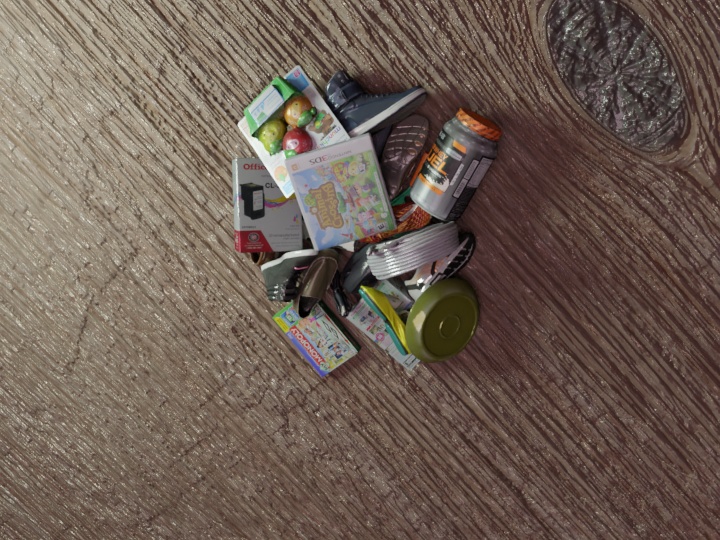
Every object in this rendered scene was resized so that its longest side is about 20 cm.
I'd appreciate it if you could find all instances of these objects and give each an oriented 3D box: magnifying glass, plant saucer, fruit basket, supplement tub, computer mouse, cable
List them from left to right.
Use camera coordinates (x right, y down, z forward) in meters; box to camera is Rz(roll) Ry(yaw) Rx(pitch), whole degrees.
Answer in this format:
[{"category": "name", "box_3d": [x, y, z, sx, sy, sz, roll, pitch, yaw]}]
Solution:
[{"category": "fruit basket", "box_3d": [-0.142, -0.284, 1.227, 0.185, 0.093, 0.201, -38, 72, 18]}, {"category": "computer mouse", "box_3d": [0.000, 0.000, 1.364, 0.199, 0.140, 0.053, -39, 133, 20]}, {"category": "magnifying glass", "box_3d": [0.108, -0.162, 1.311, 0.079, 0.022, 0.202, 27, 116, 3]}, {"category": "cable", "box_3d": [0.109, -0.044, 1.232, 0.197, 0.200, 0.070, -19, 93, 1]}, {"category": "plant saucer", "box_3d": [0.190, 0.117, 1.324, 0.031, 0.197, 0.203, 33, 129, 54]}, {"category": "supplement tub", "box_3d": [0.192, -0.211, 1.205, 0.121, 0.123, 0.202, 30, 115, 4]}]

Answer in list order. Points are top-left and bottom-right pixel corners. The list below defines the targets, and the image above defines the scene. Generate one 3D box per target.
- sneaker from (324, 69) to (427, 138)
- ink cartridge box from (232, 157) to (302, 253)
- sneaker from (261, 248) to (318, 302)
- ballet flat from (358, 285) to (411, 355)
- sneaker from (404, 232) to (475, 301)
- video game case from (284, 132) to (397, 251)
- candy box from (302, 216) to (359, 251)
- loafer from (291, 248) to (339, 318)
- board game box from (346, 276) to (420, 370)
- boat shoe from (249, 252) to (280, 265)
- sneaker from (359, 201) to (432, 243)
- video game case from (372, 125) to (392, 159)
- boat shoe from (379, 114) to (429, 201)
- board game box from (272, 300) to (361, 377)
[{"category": "sneaker", "box_3d": [0.022, -0.356, 1.215, 0.200, 0.077, 0.148, -27, 83, 10]}, {"category": "ink cartridge box", "box_3d": [-0.205, -0.146, 1.327, 0.143, 0.083, 0.203, -3, 98, -16]}, {"category": "sneaker", "box_3d": [-0.150, 0.015, 1.350, 0.199, 0.070, 0.101, -21, 77, 47]}, {"category": "ballet flat", "box_3d": [0.071, 0.098, 1.338, 0.067, 0.067, 0.201, -38, 109, -11]}, {"category": "sneaker", "box_3d": [0.171, -0.011, 1.327, 0.200, 0.073, 0.080, -50, 57, 16]}, {"category": "video game case", "box_3d": [-0.038, -0.154, 1.218, 0.179, 0.022, 0.202, -15, 113, 8]}, {"category": "candy box", "box_3d": [-0.055, -0.157, 1.344, 0.134, 0.061, 0.203, 15, 115, 9]}, {"category": "loafer", "box_3d": [-0.101, 0.035, 1.391, 0.074, 0.070, 0.201, 12, 127, -21]}, {"category": "board game box", "box_3d": [0.088, 0.115, 1.412, 0.199, 0.064, 0.148, 40, 117, -3]}, {"category": "boat shoe", "box_3d": [-0.236, -0.105, 1.402, 0.075, 0.072, 0.203, 6, 114, 36]}, {"category": "sneaker", "box_3d": [0.060, -0.104, 1.293, 0.197, 0.077, 0.074, -6, 102, 14]}, {"category": "video game case", "box_3d": [-0.026, -0.255, 1.266, 0.141, 0.019, 0.203, 21, 89, 9]}, {"category": "boat shoe", "box_3d": [0.081, -0.231, 1.264, 0.075, 0.072, 0.202, 33, 98, 10]}, {"category": "board game box", "box_3d": [-0.110, 0.156, 1.513, 0.134, 0.029, 0.201, -37, 97, 26]}]
